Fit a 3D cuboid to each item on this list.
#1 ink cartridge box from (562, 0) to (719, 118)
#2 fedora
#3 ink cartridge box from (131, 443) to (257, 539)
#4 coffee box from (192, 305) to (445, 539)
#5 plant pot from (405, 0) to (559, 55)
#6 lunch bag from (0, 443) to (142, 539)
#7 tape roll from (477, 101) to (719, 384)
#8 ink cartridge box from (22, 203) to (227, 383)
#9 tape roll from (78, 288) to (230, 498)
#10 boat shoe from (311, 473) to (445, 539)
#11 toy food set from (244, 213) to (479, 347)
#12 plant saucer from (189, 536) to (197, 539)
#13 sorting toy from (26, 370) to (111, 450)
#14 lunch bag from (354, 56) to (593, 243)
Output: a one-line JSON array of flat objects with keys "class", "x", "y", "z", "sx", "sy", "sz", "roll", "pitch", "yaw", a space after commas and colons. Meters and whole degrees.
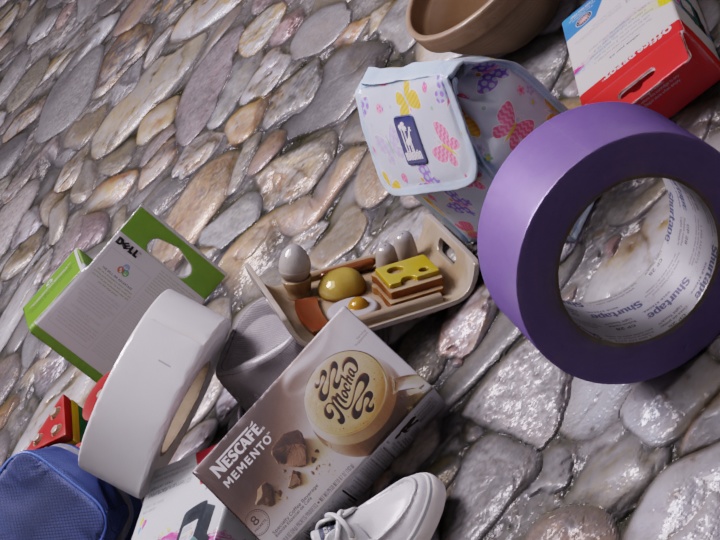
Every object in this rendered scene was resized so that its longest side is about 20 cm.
[{"class": "ink cartridge box", "x": 0.259, "y": -0.194, "z": 1.542, "sx": 0.116, "sy": 0.067, "sz": 0.201, "roll": -38, "pitch": 30, "yaw": 24}, {"class": "fedora", "x": -0.074, "y": 0.085, "z": 1.678, "sx": 0.199, "sy": 0.090, "sz": 0.178, "roll": -3, "pitch": 53, "yaw": 55}, {"class": "ink cartridge box", "x": -0.148, "y": 0.271, "z": 1.573, "sx": 0.145, "sy": 0.083, "sz": 0.201, "roll": -25, "pitch": 36, "yaw": 38}, {"class": "coffee box", "x": -0.036, "y": 0.148, "z": 1.486, "sx": 0.113, "sy": 0.080, "sz": 0.200, "roll": 42, "pitch": 87, "yaw": 18}, {"class": "plant pot", "x": 0.150, "y": -0.300, "z": 1.809, "sx": 0.200, "sy": 0.093, "sz": 0.202, "roll": -37, "pitch": 30, "yaw": 26}, {"class": "lunch bag", "x": -0.321, "y": 0.271, "z": 1.741, "sx": 0.201, "sy": 0.136, "sz": 0.132, "roll": -53, "pitch": -10, "yaw": 4}, {"class": "tape roll", "x": 0.195, "y": -0.021, "z": 1.285, "sx": 0.200, "sy": 0.200, "sz": 0.085, "roll": -48, "pitch": 27, "yaw": 5}, {"class": "ink cartridge box", "x": -0.278, "y": 0.027, "z": 1.999, "sx": 0.200, "sy": 0.148, "sz": 0.076, "roll": -48, "pitch": 26, "yaw": 3}, {"class": "tape roll", "x": -0.204, "y": 0.122, "z": 1.684, "sx": 0.204, "sy": 0.070, "sz": 0.202, "roll": -63, "pitch": -4, "yaw": -8}, {"class": "boat shoe", "x": -0.015, "y": 0.238, "z": 1.411, "sx": 0.200, "sy": 0.068, "sz": 0.072, "roll": -44, "pitch": 28, "yaw": 14}, {"class": "toy food set", "x": 0.000, "y": 0.000, "z": 1.618, "sx": 0.198, "sy": 0.061, "sz": 0.144, "roll": -17, "pitch": 26, "yaw": -13}, {"class": "plant saucer", "x": -0.092, "y": 0.306, "z": 1.386, "sx": 0.200, "sy": 0.019, "sz": 0.070, "roll": 39, "pitch": 131, "yaw": 36}, {"class": "sorting toy", "x": -0.315, "y": 0.209, "z": 1.915, "sx": 0.199, "sy": 0.069, "sz": 0.200, "roll": -27, "pitch": 35, "yaw": 39}, {"class": "lunch bag", "x": 0.100, "y": -0.115, "z": 1.543, "sx": 0.169, "sy": 0.200, "sz": 0.128, "roll": 2, "pitch": 57, "yaw": 56}]
